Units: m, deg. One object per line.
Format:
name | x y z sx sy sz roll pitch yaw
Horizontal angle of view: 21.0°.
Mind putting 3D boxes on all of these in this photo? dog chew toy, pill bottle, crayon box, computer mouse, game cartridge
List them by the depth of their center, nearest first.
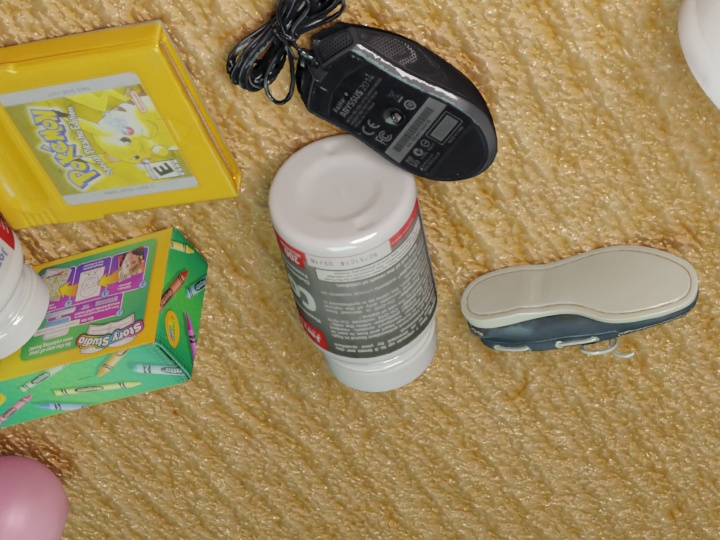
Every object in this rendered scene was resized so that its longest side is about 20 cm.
computer mouse | 0.016 -0.139 1.388 0.199 0.053 0.138 33 134 -16
game cartridge | -0.210 -0.104 1.468 0.198 0.033 0.177 -9 140 16
pill bottle | 0.000 0.000 1.510 0.113 0.115 0.201 -3 141 9
pill bottle | -0.339 -0.016 1.526 0.111 0.113 0.200 -18 136 26
crayon box | -0.228 0.048 1.592 0.198 0.120 0.058 -14 139 23
dog chew toy | -0.379 0.218 1.832 0.198 0.125 0.125 24 139 -10

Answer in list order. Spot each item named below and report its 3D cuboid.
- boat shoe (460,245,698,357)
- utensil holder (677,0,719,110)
boat shoe | 0.180 0.032 1.563 0.198 0.075 0.062 -11 138 21
utensil holder | 0.316 -0.189 1.191 0.168 0.171 0.200 16 140 -14
